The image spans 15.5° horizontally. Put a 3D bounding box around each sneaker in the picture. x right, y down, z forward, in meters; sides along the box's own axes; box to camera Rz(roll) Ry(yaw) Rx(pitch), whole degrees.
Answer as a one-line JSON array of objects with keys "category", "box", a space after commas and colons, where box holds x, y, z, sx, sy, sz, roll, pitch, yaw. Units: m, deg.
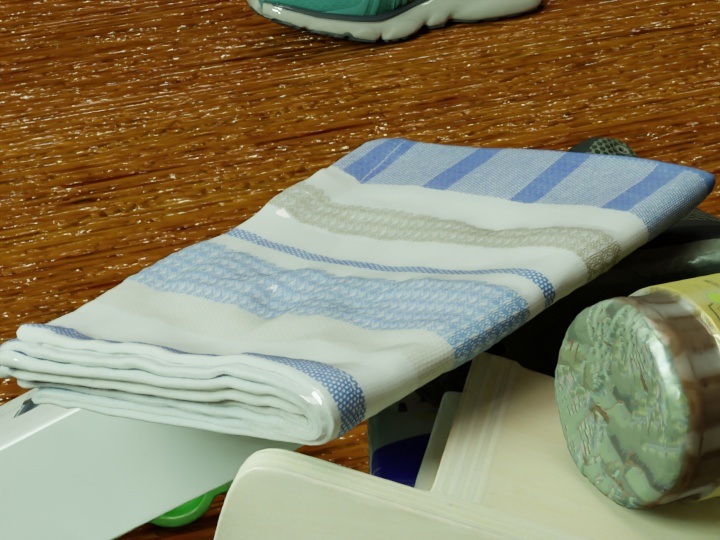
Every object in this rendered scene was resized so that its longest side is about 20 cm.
[{"category": "sneaker", "box": [0.117, -0.001, 0.911, 0.198, 0.077, 0.114, -2, 30, 17]}, {"category": "sneaker", "box": [0.022, -0.186, 1.573, 0.199, 0.080, 0.077, -15, 28, -25]}]

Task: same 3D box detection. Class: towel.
[{"category": "towel", "box": [0.000, 0.000, 0.835, 0.146, 0.024, 0.199, 6, 26, 43]}]

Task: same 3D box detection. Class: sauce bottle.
[{"category": "sauce bottle", "box": [0.154, 0.023, 0.794, 0.199, 0.065, 0.065, -12, 26, -30]}]

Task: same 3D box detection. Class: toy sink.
[{"category": "toy sink", "box": [0.055, 0.112, 0.803, 0.198, 0.131, 0.112, 16, 26, 4]}]

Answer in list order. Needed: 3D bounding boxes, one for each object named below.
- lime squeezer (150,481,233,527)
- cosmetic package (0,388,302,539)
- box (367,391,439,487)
[{"category": "lime squeezer", "box": [-0.072, 0.073, 1.064, 0.070, 0.038, 0.199, 20, 33, 39]}, {"category": "cosmetic package", "box": [-0.090, 0.060, 0.925, 0.199, 0.051, 0.083, -27, 12, 12]}, {"category": "box", "box": [0.094, 0.072, 0.974, 0.182, 0.106, 0.200, -3, 25, 0]}]
